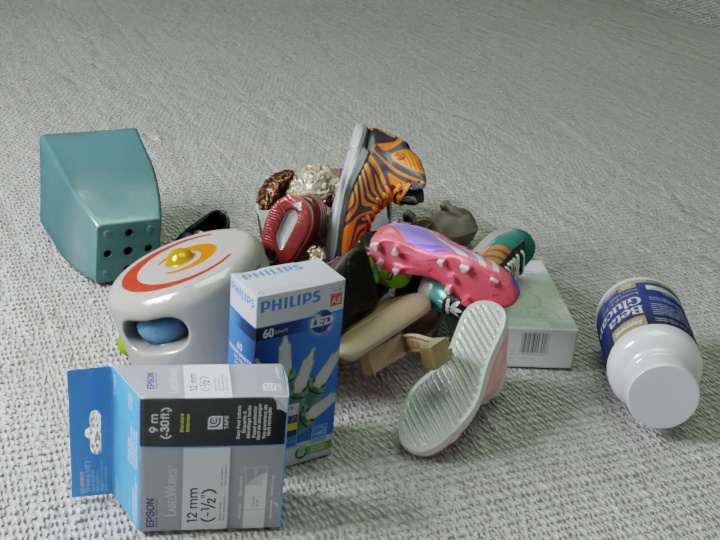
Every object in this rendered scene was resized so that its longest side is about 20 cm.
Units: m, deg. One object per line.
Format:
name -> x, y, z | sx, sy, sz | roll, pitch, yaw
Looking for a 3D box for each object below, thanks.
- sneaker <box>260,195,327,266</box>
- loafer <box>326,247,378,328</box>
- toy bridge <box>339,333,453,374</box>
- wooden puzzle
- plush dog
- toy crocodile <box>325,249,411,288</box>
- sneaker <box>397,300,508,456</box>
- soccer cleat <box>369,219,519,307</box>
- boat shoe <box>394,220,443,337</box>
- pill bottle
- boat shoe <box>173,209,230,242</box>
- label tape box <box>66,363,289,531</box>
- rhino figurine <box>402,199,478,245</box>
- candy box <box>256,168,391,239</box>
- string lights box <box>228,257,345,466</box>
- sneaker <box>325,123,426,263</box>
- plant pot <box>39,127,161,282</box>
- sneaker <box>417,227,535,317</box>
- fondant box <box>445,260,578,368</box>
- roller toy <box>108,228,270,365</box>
sneaker -> -0.097, -0.005, 1.317 | 0.078, 0.201, 0.115 | 41, 20, 12
loafer -> -0.038, 0.025, 1.213 | 0.070, 0.074, 0.200 | -12, 9, 24
toy bridge -> 0.026, 0.094, 1.192 | 0.198, 0.028, 0.067 | -11, 12, 45
wooden puzzle -> -0.038, 0.078, 1.250 | 0.197, 0.038, 0.184 | -7, 14, 38
plush dog -> -0.054, -0.059, 1.425 | 0.196, 0.175, 0.161 | 2, 25, -6
toy crocodile -> 0.000, 0.000, 1.339 | 0.196, 0.063, 0.067 | -14, 4, -7
sneaker -> 0.111, 0.140, 1.184 | 0.074, 0.105, 0.201 | 20, 59, 23
soccer cleat -> 0.103, -0.013, 1.251 | 0.197, 0.068, 0.077 | 17, 43, 27
boat shoe -> 0.085, 0.023, 1.405 | 0.071, 0.066, 0.202 | -10, 44, 11
pill bottle -> 0.343, 0.098, 1.258 | 0.109, 0.113, 0.201 | 7, 25, 2
boat shoe -> -0.218, -0.028, 1.435 | 0.074, 0.067, 0.200 | 30, 26, 3
label tape box -> -0.167, 0.163, 0.971 | 0.196, 0.146, 0.066 | 0, 25, -13
rhino figurine -> 0.096, -0.054, 1.582 | 0.198, 0.061, 0.087 | -19, 32, -40
candy box -> -0.052, -0.103, 1.608 | 0.196, 0.062, 0.137 | -4, 25, 5
string lights box -> -0.078, 0.097, 1.064 | 0.101, 0.203, 0.059 | -11, 30, -31
sneaker -> 0.024, -0.088, 1.329 | 0.110, 0.078, 0.203 | 16, 67, -3
plant pot -> -0.346, -0.081, 1.457 | 0.139, 0.143, 0.200 | -9, 38, -28
sneaker -> 0.165, 0.010, 1.326 | 0.198, 0.072, 0.079 | -28, 40, -35
fondant box -> 0.188, 0.051, 1.386 | 0.141, 0.059, 0.201 | 2, 25, -6
roller toy -> -0.177, 0.039, 1.175 | 0.197, 0.142, 0.182 | -24, 23, -14
